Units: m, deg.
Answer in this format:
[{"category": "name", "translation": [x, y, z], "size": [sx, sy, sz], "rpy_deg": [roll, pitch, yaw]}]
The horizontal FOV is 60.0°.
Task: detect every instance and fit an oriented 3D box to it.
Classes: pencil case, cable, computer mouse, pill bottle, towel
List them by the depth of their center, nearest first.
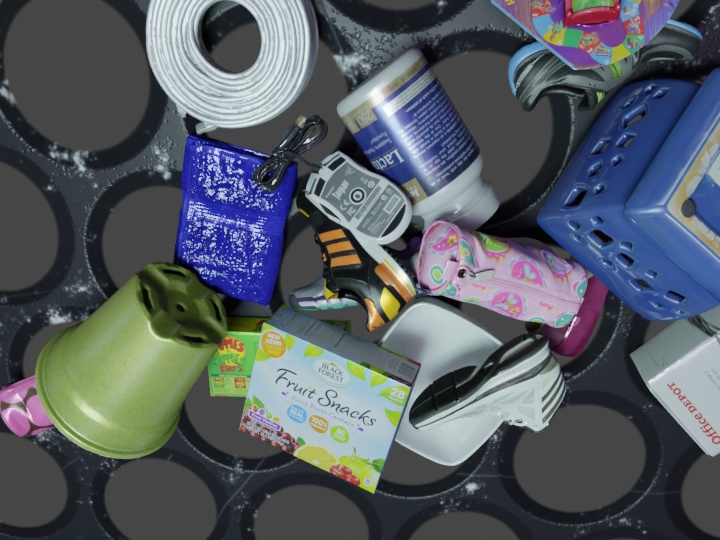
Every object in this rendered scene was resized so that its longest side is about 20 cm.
[{"category": "pencil case", "translation": [0.157, 0.007, 0.693], "size": [0.197, 0.088, 0.088], "rpy_deg": [15, 114, -26]}, {"category": "cable", "translation": [-0.147, -0.266, 0.711], "size": [0.196, 0.069, 0.203], "rpy_deg": [-10, 110, 9]}, {"category": "computer mouse", "translation": [-0.024, -0.093, 0.715], "size": [0.199, 0.044, 0.110], "rpy_deg": [38, 86, 21]}, {"category": "pill bottle", "translation": [0.071, -0.138, 0.716], "size": [0.115, 0.116, 0.201], "rpy_deg": [-32, 105, 16]}, {"category": "towel", "translation": [-0.168, -0.060, 0.804], "size": [0.145, 0.050, 0.203], "rpy_deg": [14, 112, 1]}, {"category": "pencil case", "translation": [-0.425, 0.169, 0.896], "size": [0.197, 0.092, 0.094], "rpy_deg": [-25, 145, 12]}]

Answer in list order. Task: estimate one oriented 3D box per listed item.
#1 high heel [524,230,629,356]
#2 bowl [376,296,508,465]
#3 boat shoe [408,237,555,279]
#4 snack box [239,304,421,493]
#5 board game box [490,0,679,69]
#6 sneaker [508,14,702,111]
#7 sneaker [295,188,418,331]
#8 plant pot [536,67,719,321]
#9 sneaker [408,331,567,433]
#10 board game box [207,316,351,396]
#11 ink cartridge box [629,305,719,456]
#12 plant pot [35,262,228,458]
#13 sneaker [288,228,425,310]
[{"category": "high heel", "translation": [0.302, 0.021, 0.797], "size": [0.095, 0.068, 0.201], "rpy_deg": [28, 113, -28]}, {"category": "bowl", "translation": [0.105, 0.141, 0.843], "size": [0.198, 0.075, 0.201], "rpy_deg": [32, 111, -6]}, {"category": "boat shoe", "translation": [0.152, -0.004, 0.774], "size": [0.196, 0.068, 0.074], "rpy_deg": [-8, 102, -23]}, {"category": "snack box", "translation": [-0.042, 0.162, 0.795], "size": [0.197, 0.068, 0.171], "rpy_deg": [22, 114, 9]}, {"category": "board game box", "translation": [0.228, -0.310, 0.634], "size": [0.200, 0.039, 0.158], "rpy_deg": [44, 100, 12]}, {"category": "sneaker", "translation": [0.264, -0.219, 0.682], "size": [0.196, 0.071, 0.084], "rpy_deg": [-10, 86, 15]}, {"category": "sneaker", "translation": [-0.026, -0.015, 0.751], "size": [0.090, 0.070, 0.200], "rpy_deg": [-45, 71, -5]}, {"category": "plant pot", "translation": [0.338, -0.075, 0.647], "size": [0.199, 0.180, 0.201], "rpy_deg": [37, 85, -10]}, {"category": "sneaker", "translation": [0.164, 0.173, 0.771], "size": [0.198, 0.076, 0.116], "rpy_deg": [-30, 104, 12]}, {"category": "board game box", "translation": [-0.112, 0.122, 0.869], "size": [0.196, 0.048, 0.104], "rpy_deg": [1, 111, 4]}, {"category": "ink cartridge box", "translation": [0.475, 0.114, 0.792], "size": [0.200, 0.086, 0.146], "rpy_deg": [-41, 102, 19]}, {"category": "plant pot", "translation": [-0.268, 0.096, 0.783], "size": [0.200, 0.201, 0.184], "rpy_deg": [41, 115, -11]}, {"category": "sneaker", "translation": [0.000, 0.000, 0.813], "size": [0.196, 0.074, 0.089], "rpy_deg": [-9, 87, 6]}]
